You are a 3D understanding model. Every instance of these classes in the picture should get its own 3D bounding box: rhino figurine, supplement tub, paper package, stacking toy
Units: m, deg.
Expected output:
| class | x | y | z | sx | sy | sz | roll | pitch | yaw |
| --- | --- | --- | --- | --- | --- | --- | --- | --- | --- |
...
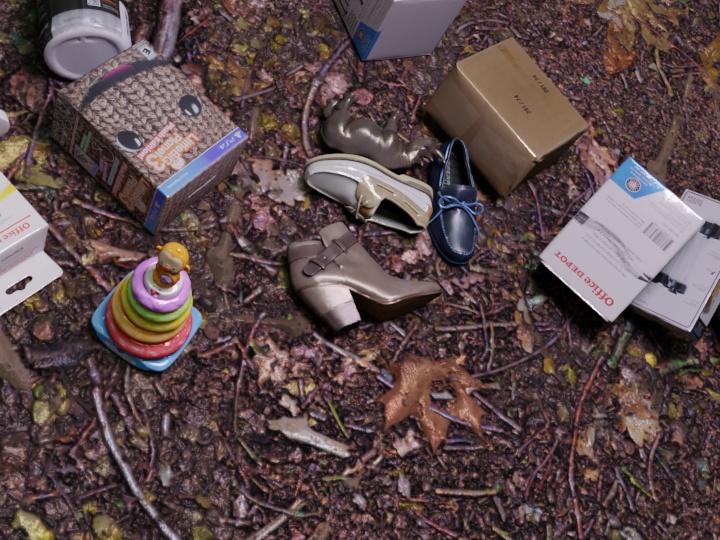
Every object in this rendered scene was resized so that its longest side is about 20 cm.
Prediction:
| class | x | y | z | sx | sy | sz | roll | pitch | yaw |
| --- | --- | --- | --- | --- | --- | --- | --- | --- | --- |
| rhino figurine | 0.033 | -0.193 | 1.513 | 0.199 | 0.060 | 0.088 | 20 | 62 | -3 |
| supplement tub | -0.385 | -0.374 | 1.404 | 0.122 | 0.123 | 0.201 | 0 | 63 | -24 |
| paper package | 0.231 | -0.243 | 1.598 | 0.200 | 0.104 | 0.190 | 50 | 45 | 9 |
| stacking toy | -0.236 | 0.025 | 1.196 | 0.116 | 0.200 | 0.110 | 36 | 54 | -2 |

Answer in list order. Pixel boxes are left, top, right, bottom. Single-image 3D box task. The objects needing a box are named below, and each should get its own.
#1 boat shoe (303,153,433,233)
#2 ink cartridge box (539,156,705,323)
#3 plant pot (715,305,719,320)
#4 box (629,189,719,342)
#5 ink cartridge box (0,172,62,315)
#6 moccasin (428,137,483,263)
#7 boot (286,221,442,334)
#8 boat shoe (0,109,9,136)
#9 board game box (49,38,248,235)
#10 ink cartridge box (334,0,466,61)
| class | x | y | z | sx | sy | sz | roll | pitch | yaw |
| --- | --- | --- | --- | --- | --- | --- | --- | --- | --- |
| boat shoe | 0.013 | -0.109 | 1.458 | 0.199 | 0.075 | 0.069 | 14 | 56 | -15 |
| ink cartridge box | 0.383 | -0.042 | 1.504 | 0.145 | 0.084 | 0.200 | 44 | 96 | 13 |
| plant pot | 0.624 | 0.019 | 1.592 | 0.199 | 0.201 | 0.197 | -16 | 62 | -30 |
| box | 0.500 | -0.008 | 1.535 | 0.116 | 0.060 | 0.201 | 27 | 86 | 35 |
| ink cartridge box | -0.460 | -0.053 | 1.223 | 0.200 | 0.068 | 0.116 | 46 | 55 | 6 |
| moccasin | 0.136 | -0.109 | 1.515 | 0.080 | 0.068 | 0.201 | 2 | 61 | -22 |
| boot | 0.000 | 0.000 | 1.395 | 0.199 | 0.070 | 0.147 | -16 | 68 | -30 |
| boat shoe | -0.545 | -0.199 | 1.271 | 0.199 | 0.072 | 0.068 | -6 | 66 | -18 |
| board game box | -0.282 | -0.180 | 1.355 | 0.200 | 0.097 | 0.159 | 43 | 55 | 4 |
| ink cartridge box | 0.048 | -0.465 | 1.629 | 0.144 | 0.147 | 0.201 | -13 | 68 | -28 |
